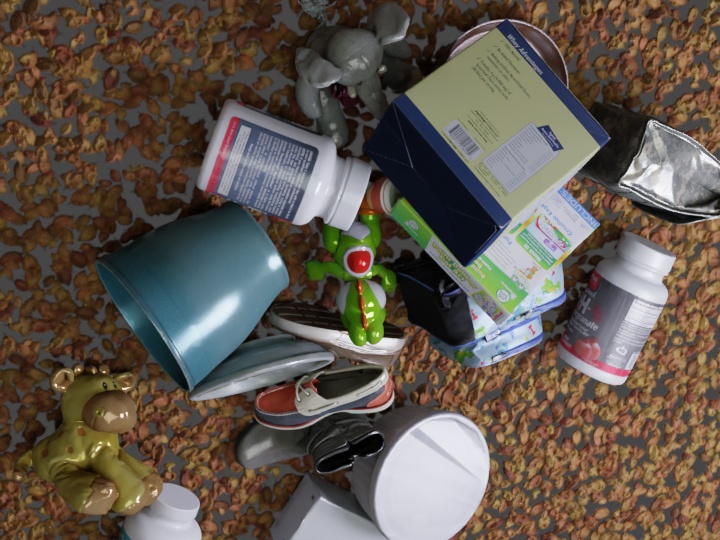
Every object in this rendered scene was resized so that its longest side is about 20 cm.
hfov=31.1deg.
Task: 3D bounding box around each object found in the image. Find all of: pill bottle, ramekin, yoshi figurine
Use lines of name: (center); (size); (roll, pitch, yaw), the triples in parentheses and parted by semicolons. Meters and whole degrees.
pill bottle: (-0.288, 0.398, 1.792); (0.110, 0.111, 0.201); (17, 105, -22)
pill bottle: (-0.094, -0.125, 1.615); (0.199, 0.120, 0.120); (20, 105, -7)
ramekin: (0.079, 0.285, 1.840); (0.201, 0.094, 0.204); (-10, 108, -31)
pill bottle: (0.369, 0.052, 1.847); (0.110, 0.111, 0.201); (19, 104, -22)
yoshi figurine: (-0.007, 0.003, 1.718); (0.112, 0.112, 0.202); (4, 77, -54)

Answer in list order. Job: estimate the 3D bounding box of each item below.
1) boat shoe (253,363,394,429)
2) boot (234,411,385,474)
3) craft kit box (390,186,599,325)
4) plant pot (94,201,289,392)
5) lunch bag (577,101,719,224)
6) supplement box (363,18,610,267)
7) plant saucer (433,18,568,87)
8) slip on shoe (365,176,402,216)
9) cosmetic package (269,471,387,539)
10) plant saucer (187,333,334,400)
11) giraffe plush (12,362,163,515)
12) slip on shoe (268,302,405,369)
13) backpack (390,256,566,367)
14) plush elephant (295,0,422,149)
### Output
boat shoe: (-0.054, 0.167, 1.768); (0.198, 0.072, 0.063); (-9, 143, 7)
boot: (-0.073, 0.238, 1.780); (0.199, 0.131, 0.068); (-23, 116, -6)
craft kit box: (0.173, -0.065, 1.649); (0.200, 0.049, 0.197); (47, 59, 5)
plant pot: (-0.201, 0.016, 1.633); (0.188, 0.200, 0.201); (-37, 117, -16)
lunch bag: (0.408, -0.134, 1.756); (0.199, 0.164, 0.118); (22, 98, -22)
supplement box: (0.152, -0.154, 1.575); (0.199, 0.134, 0.200); (-37, 84, -25)
plant saucer: (0.180, -0.236, 1.722); (0.199, 0.035, 0.202); (-5, 112, -13)
slip on shoe: (0.088, -0.105, 1.714); (0.199, 0.061, 0.075); (-9, 99, -42)
cosmetic package: (-0.019, 0.390, 1.885); (0.199, 0.081, 0.113); (32, 99, -23)
plant saucer: (-0.135, 0.122, 1.705); (0.199, 0.200, 0.051); (-15, 82, -10)
giraffe plush: (-0.347, 0.210, 1.697); (0.199, 0.172, 0.163); (19, 96, 13)
slip on shoe: (-0.036, 0.094, 1.771); (0.199, 0.076, 0.061); (10, 113, -27)
backpack: (0.173, 0.033, 1.744); (0.199, 0.183, 0.148); (-23, 109, -19)
plush elephant: (-0.006, -0.249, 1.594); (0.164, 0.155, 0.201); (-31, 116, -3)
